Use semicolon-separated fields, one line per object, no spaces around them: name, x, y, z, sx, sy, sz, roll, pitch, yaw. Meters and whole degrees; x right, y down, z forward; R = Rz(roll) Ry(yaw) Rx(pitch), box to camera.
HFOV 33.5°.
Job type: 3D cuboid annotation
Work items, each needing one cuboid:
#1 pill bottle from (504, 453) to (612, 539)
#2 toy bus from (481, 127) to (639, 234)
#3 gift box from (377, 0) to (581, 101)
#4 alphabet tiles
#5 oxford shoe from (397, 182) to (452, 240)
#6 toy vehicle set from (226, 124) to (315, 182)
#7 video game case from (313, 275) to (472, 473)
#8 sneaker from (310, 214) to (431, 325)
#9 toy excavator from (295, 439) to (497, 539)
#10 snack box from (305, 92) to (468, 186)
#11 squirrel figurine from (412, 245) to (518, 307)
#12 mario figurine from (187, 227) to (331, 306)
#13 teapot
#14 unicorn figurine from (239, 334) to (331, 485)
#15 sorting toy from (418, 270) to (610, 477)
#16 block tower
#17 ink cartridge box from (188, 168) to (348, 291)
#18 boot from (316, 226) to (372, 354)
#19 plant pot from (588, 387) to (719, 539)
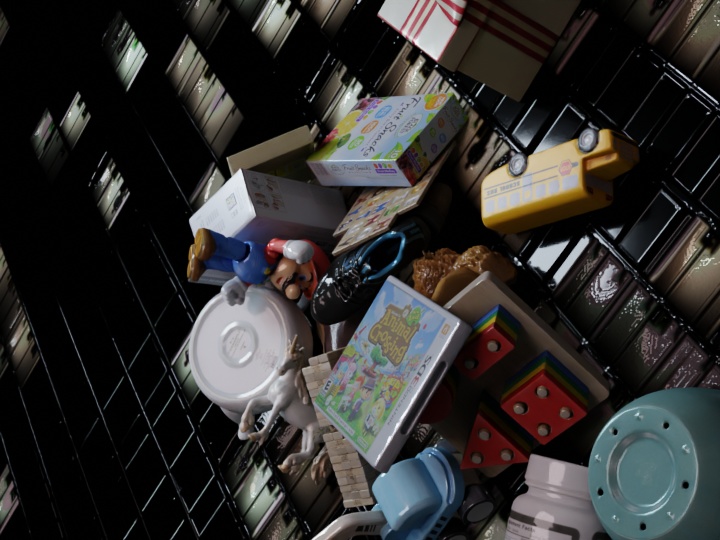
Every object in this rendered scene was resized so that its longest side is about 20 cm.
pill bottle;0.209;0.307;1.284;0.113;0.113;0.202;6;81;50
toy bus;0.238;-0.106;1.436;0.199;0.065;0.079;-17;65;45
gift box;0.148;-0.360;1.538;0.184;0.185;0.202;41;109;47
alphabet tiles;0.034;-0.092;1.602;0.166;0.008;0.200;-25;21;36
oxford shoe;0.060;-0.080;1.646;0.199;0.073;0.085;-6;46;52
toy vehicle set;-0.128;-0.150;1.759;0.200;0.123;0.027;100;147;-79
video game case;0.031;0.110;1.348;0.183;0.022;0.200;-59;26;1
sneaker;0.000;0.000;1.552;0.200;0.082;0.073;-43;83;21
toy excavator;0.032;0.292;1.428;0.195;0.198;0.100;-59;41;29
snack box;0.034;-0.181;1.661;0.199;0.053;0.143;6;50;50
squirrel figurine;0.110;0.068;1.493;0.187;0.141;0.202;-43;24;50
mario figurine;-0.131;0.003;1.623;0.123;0.198;0.107;-168;86;-73
teapot;-0.142;0.116;1.741;0.198;0.146;0.199;-26;69;18
unicorn figurine;-0.093;0.189;1.628;0.138;0.200;0.074;-47;34;-12
sorting toy;0.143;0.138;1.352;0.199;0.200;0.070;-42;13;32
block tower;-0.015;0.205;1.571;0.054;0.058;0.202;-18;88;41
ink cartridge box;-0.140;-0.052;1.744;0.175;0.199;0.085;-39;59;33
boot;-0.008;0.047;1.639;0.200;0.072;0.168;46;128;55
plant pot;0.316;0.205;1.159;0.200;0.160;0.203;-21;61;44
